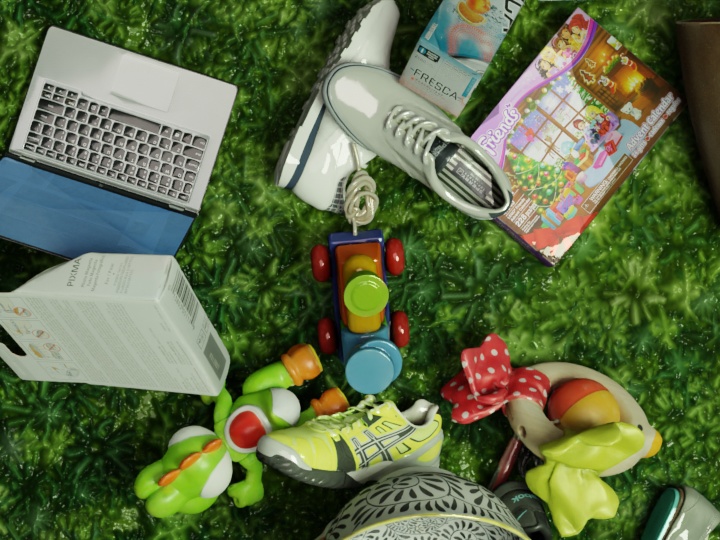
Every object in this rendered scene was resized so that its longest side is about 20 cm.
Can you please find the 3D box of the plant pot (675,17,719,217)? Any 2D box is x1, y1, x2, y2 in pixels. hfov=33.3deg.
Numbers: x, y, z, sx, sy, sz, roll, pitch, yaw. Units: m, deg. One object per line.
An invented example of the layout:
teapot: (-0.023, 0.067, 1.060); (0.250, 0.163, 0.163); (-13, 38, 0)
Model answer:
plant pot: (0.375, -0.125, 1.070); (0.186, 0.187, 0.201); (-4, 103, -2)

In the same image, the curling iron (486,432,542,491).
curling iron: (0.123, 0.232, 1.111); (0.049, 0.026, 0.201); (30, 88, 2)

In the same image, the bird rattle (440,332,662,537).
bird rattle: (0.174, 0.134, 1.071); (0.162, 0.200, 0.113); (-7, 122, -34)

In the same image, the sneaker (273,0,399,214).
sneaker: (-0.006, -0.152, 1.103); (0.080, 0.076, 0.201); (25, 94, -10)

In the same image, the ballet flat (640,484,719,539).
ballet flat: (0.263, 0.292, 1.096); (0.064, 0.067, 0.201); (33, 88, -8)

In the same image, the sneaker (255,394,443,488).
sneaker: (-0.008, 0.145, 1.049); (0.199, 0.075, 0.077); (7, 97, -44)

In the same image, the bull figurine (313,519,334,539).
bull figurine: (-0.033, 0.295, 1.084); (0.199, 0.065, 0.122); (-30, 87, -4)

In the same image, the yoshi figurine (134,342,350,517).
yoshi figurine: (-0.113, 0.154, 1.087); (0.199, 0.112, 0.112); (-32, 130, -16)

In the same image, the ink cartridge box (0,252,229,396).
ink cartridge box: (-0.229, 0.045, 1.033); (0.199, 0.163, 0.057); (6, 58, 18)

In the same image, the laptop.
laptop: (-0.228, -0.107, 1.065); (0.186, 0.116, 0.201); (18, 88, -2)

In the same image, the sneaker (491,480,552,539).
sneaker: (0.123, 0.290, 1.071); (0.075, 0.079, 0.201); (8, 100, -17)

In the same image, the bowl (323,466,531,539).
bowl: (0.052, 0.227, 1.005); (0.199, 0.094, 0.201); (-1, 133, -2)

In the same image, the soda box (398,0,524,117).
soda box: (0.108, -0.234, 1.064); (0.063, 0.068, 0.201); (29, 60, -1)

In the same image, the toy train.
toy train: (0.000, 0.000, 1.047); (0.084, 0.116, 0.201); (-5, 108, -2)

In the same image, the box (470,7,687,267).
box: (0.188, -0.122, 1.118); (0.137, 0.039, 0.200); (39, 88, 0)

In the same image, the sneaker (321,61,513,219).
sneaker: (0.056, -0.116, 1.047); (0.199, 0.071, 0.073); (33, 89, -8)
